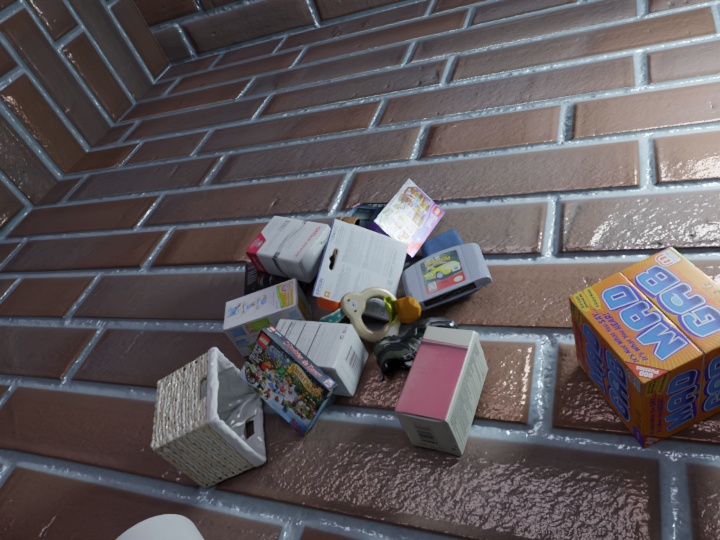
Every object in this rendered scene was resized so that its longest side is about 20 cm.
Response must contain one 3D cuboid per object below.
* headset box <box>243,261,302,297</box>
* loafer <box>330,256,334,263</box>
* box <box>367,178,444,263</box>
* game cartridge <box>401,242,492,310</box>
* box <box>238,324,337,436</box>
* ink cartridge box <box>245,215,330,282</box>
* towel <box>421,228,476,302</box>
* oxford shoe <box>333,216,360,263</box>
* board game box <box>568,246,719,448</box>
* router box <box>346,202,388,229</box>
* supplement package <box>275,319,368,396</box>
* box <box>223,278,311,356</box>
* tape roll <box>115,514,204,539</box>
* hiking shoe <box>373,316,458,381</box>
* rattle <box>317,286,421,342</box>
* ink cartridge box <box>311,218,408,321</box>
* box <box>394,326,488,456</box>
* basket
[{"bbox_3d":[-0.241,0.031,1.526,0.147,0.075,0.201,-19,41,8],"label":"headset box"},{"bbox_3d":[-0.037,-0.051,1.498,0.197,0.071,0.070,6,6,26],"label":"loafer"},{"bbox_3d":[0.123,-0.133,1.449,0.200,0.137,0.039,-51,5,-36],"label":"box"},{"bbox_3d":[0.193,0.012,1.278,0.198,0.041,0.134,-23,38,12],"label":"game cartridge"},{"bbox_3d":[-0.157,0.233,1.174,0.199,0.138,0.038,38,26,18],"label":"box"},{"bbox_3d":[-0.182,-0.059,1.468,0.198,0.084,0.146,12,53,34],"label":"ink cartridge box"},{"bbox_3d":[0.217,-0.009,1.346,0.110,0.049,0.201,-23,42,10],"label":"towel"},{"bbox_3d":[-0.030,-0.060,1.414,0.070,0.072,0.202,-5,57,12],"label":"oxford shoe"},{"bbox_3d":[0.502,0.129,0.933,0.198,0.201,0.201,-26,41,1],"label":"board game box"},{"bbox_3d":[0.046,-0.118,1.540,0.197,0.062,0.151,3,50,30],"label":"router box"},{"bbox_3d":[-0.103,0.195,1.249,0.197,0.118,0.118,1,49,29],"label":"supplement package"},{"bbox_3d":[-0.231,0.119,1.400,0.197,0.113,0.102,-19,39,8],"label":"box"},{"bbox_3d":[-0.341,0.549,0.942,0.203,0.204,0.138,-43,42,-19],"label":"tape roll"},{"bbox_3d":[0.126,0.175,1.195,0.198,0.076,0.102,-26,47,15],"label":"hiking shoe"},{"bbox_3d":[0.011,0.092,1.218,0.143,0.197,0.132,-145,73,-74],"label":"rattle"},{"bbox_3d":[0.000,0.000,1.322,0.197,0.043,0.199,18,75,-8],"label":"ink cartridge box"},{"bbox_3d":[0.161,0.228,1.067,0.108,0.129,0.201,3,47,31],"label":"box"},{"bbox_3d":[-0.318,0.318,1.181,0.159,0.201,0.199,-27,40,7],"label":"basket"}]
